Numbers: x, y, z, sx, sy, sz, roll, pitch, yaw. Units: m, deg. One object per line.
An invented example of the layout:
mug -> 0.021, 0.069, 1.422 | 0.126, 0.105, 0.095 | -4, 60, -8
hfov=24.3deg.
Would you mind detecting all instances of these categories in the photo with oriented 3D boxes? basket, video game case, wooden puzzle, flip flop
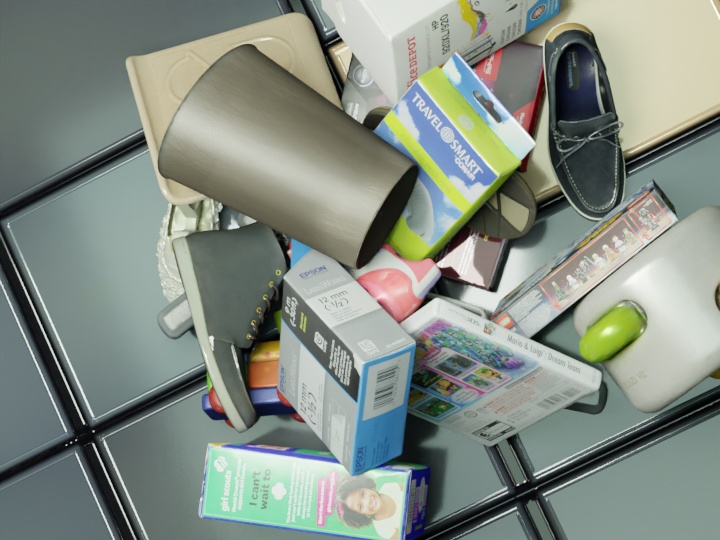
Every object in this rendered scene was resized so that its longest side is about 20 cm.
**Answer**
basket -> -0.059, -0.098, 1.539 | 0.199, 0.180, 0.137 | 31, 122, 11
video game case -> 0.099, 0.101, 1.581 | 0.181, 0.200, 0.024 | 24, 60, -18
wooden puzzle -> -0.120, -0.158, 1.678 | 0.198, 0.046, 0.187 | -14, 61, -9
flip flop -> 0.090, -0.103, 1.623 | 0.199, 0.057, 0.082 | 30, 127, 23

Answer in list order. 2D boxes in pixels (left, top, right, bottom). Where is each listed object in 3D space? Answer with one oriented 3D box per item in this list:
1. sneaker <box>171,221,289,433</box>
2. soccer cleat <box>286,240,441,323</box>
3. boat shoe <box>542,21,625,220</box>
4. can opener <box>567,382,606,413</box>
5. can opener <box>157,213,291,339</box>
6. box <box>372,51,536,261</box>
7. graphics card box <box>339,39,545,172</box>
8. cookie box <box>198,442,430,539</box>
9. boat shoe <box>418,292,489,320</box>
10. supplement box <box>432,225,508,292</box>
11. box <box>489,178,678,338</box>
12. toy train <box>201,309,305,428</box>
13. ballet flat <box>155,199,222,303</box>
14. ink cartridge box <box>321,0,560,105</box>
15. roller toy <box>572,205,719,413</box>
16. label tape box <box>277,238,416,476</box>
sneaker -> -0.108, 0.050, 1.626 | 0.105, 0.075, 0.202 | -16, 83, -6
soccer cleat -> 0.000, 0.000, 1.612 | 0.076, 0.200, 0.067 | -37, 120, -17
boat shoe -> 0.219, -0.143, 1.643 | 0.074, 0.062, 0.202 | -11, 106, 2
can opener -> 0.148, 0.097, 1.659 | 0.198, 0.053, 0.067 | 16, 89, 9
can opener -> -0.131, -0.010, 1.696 | 0.200, 0.053, 0.067 | -44, 89, -8
box -> 0.063, -0.096, 1.577 | 0.122, 0.048, 0.200 | 49, 133, 8
graphics card box -> 0.084, -0.182, 1.691 | 0.198, 0.051, 0.127 | 14, 88, 10
cookie box -> -0.041, 0.215, 1.634 | 0.198, 0.171, 0.076 | 6, 86, 9
boat shoe -> 0.043, 0.041, 1.636 | 0.198, 0.067, 0.074 | 9, 46, 23
supplement box -> 0.054, -0.060, 1.685 | 0.198, 0.061, 0.110 | 19, 90, 10
box -> 0.215, -0.007, 1.606 | 0.200, 0.137, 0.040 | -39, 90, 12
toy train -> -0.061, 0.089, 1.694 | 0.198, 0.085, 0.117 | -6, 72, 6
ballet flat -> -0.178, -0.055, 1.720 | 0.071, 0.072, 0.202 | 4, 89, 9
ink cartridge box -> 0.075, -0.286, 1.610 | 0.199, 0.147, 0.145 | -31, 69, -9
roller toy -> 0.308, 0.041, 1.578 | 0.199, 0.182, 0.140 | -38, 82, 8
label tape box -> -0.034, 0.071, 1.558 | 0.066, 0.144, 0.200 | -22, 47, -29
